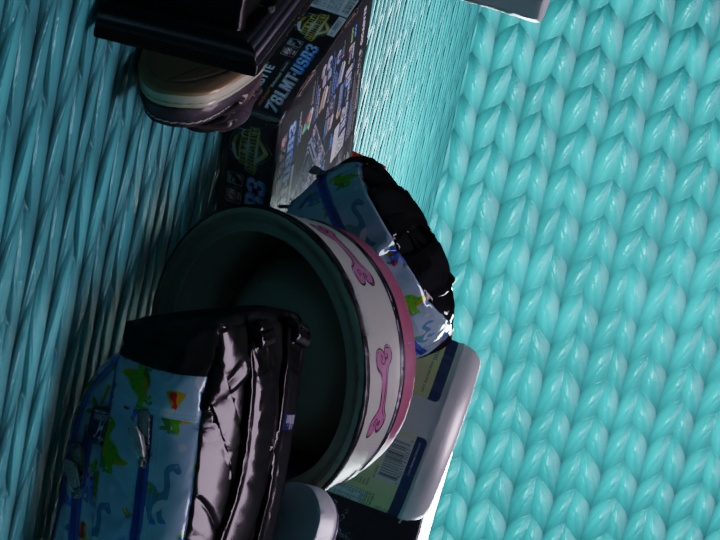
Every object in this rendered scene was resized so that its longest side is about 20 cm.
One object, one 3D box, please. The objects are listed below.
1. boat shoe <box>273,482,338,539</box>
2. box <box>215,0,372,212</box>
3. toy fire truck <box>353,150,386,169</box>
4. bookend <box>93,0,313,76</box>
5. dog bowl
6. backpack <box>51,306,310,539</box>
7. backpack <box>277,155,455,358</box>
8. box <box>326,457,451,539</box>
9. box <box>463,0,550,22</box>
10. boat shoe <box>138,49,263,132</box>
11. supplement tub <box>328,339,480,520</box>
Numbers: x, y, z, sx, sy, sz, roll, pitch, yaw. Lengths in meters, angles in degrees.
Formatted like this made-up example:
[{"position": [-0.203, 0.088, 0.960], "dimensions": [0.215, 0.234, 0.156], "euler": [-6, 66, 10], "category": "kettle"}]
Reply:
[{"position": [-0.061, 0.217, 1.622], "dimensions": [0.201, 0.065, 0.072], "euler": [-59, -138, 23], "category": "boat shoe"}, {"position": [-0.053, -0.092, 1.904], "dimensions": [0.199, 0.049, 0.201], "euler": [-57, 161, -47], "category": "box"}, {"position": [-0.042, -0.020, 2.149], "dimensions": [0.201, 0.049, 0.141], "euler": [-64, 174, -10], "category": "toy fire truck"}, {"position": [-0.060, -0.235, 1.353], "dimensions": [0.199, 0.092, 0.201], "euler": [-62, 164, -66], "category": "bookend"}, {"position": [-0.046, 0.055, 1.653], "dimensions": [0.074, 0.200, 0.201], "euler": [-5, 114, -48], "category": "dog bowl"}, {"position": [-0.110, 0.126, 1.525], "dimensions": [0.163, 0.153, 0.201], "euler": [-10, 97, -73], "category": "backpack"}, {"position": [0.000, 0.000, 1.789], "dimensions": [0.164, 0.153, 0.200], "euler": [66, -10, -2], "category": "backpack"}, {"position": [-0.044, 0.212, 2.096], "dimensions": [0.117, 0.196, 0.201], "euler": [50, 56, -82], "category": "box"}, {"position": [0.078, -0.329, 1.913], "dimensions": [0.172, 0.198, 0.201], "euler": [-66, 171, -58], "category": "box"}, {"position": [-0.089, -0.113, 1.496], "dimensions": [0.200, 0.071, 0.065], "euler": [-77, 174, -69], "category": "boat shoe"}, {"position": [-0.020, 0.096, 1.962], "dimensions": [0.145, 0.199, 0.146], "euler": [21, 90, -88], "category": "supplement tub"}]
